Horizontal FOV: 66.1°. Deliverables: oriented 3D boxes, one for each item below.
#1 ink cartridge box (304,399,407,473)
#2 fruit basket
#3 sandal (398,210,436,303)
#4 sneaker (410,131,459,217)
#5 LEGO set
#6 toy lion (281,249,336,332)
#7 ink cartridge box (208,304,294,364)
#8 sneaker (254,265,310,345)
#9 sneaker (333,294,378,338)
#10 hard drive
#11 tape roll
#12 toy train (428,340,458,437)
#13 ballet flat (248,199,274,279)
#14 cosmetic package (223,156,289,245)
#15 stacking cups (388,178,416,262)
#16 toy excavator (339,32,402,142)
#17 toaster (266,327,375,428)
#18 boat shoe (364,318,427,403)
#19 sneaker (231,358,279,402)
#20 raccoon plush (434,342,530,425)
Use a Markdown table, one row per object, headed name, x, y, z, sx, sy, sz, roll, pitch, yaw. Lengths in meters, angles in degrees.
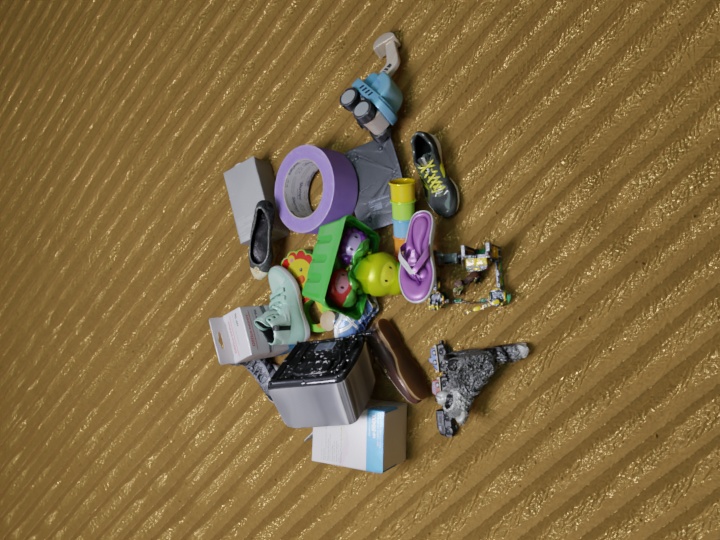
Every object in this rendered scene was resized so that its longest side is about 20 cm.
| name | x | y | z | sx | sy | sz | roll | pitch | yaw |
| --- | --- | --- | --- | --- | --- | --- | --- | --- | --- |
| ink cartridge box | -0.012 | 0.351 | 1.212 | 0.198 | 0.128 | 0.127 | 0 | 86 | 27 |
| fruit basket | 0.000 | 0.000 | 1.173 | 0.214 | 0.155 | 0.218 | -15 | 63 | 32 |
| sandal | 0.108 | -0.033 | 1.113 | 0.082 | 0.050 | 0.205 | -12 | 60 | 32 |
| sneaker | 0.150 | -0.208 | 1.191 | 0.074 | 0.084 | 0.202 | -25 | 76 | 24 |
| LEGO set | 0.205 | 0.013 | 1.128 | 0.198 | 0.116 | 0.156 | 4 | 88 | 28 |
| toy lion | -0.121 | 0.048 | 1.332 | 0.190 | 0.068 | 0.202 | -7 | 84 | 34 |
| ink cartridge box | -0.246 | 0.147 | 1.302 | 0.068 | 0.199 | 0.117 | -27 | 75 | 34 |
| sneaker | -0.199 | 0.079 | 1.289 | 0.074 | 0.117 | 0.202 | -40 | 65 | 39 |
| sneaker | -0.006 | 0.097 | 1.249 | 0.076 | 0.075 | 0.202 | 9 | 87 | 31 |
| hard drive | 0.041 | -0.195 | 1.270 | 0.134 | 0.042 | 0.202 | -17 | 79 | 25 |
| tape roll | -0.106 | -0.187 | 1.299 | 0.199 | 0.085 | 0.203 | -1 | 89 | 40 |
| toy train | 0.174 | 0.250 | 1.178 | 0.045 | 0.034 | 0.202 | -8 | 83 | 37 |
| ballet flat | -0.242 | -0.071 | 1.318 | 0.066 | 0.057 | 0.202 | 14 | 112 | 14 |
| cosmetic package | -0.265 | -0.172 | 1.404 | 0.106 | 0.090 | 0.202 | -20 | 75 | 24 |
| stacking cups | 0.098 | -0.094 | 1.193 | 0.060 | 0.060 | 0.202 | 5 | 112 | 27 |
| toy excavator | 0.048 | -0.420 | 1.246 | 0.200 | 0.100 | 0.195 | -44 | 51 | 7 |
| toaster | -0.067 | 0.224 | 1.161 | 0.198 | 0.181 | 0.120 | -10 | 110 | 20 |
| boat shoe | 0.075 | 0.205 | 1.213 | 0.070 | 0.070 | 0.201 | -47 | 58 | 32 |
| sneaker | -0.260 | 0.236 | 1.356 | 0.075 | 0.114 | 0.201 | -34 | 72 | 21 |
| raccoon plush | 0.245 | 0.228 | 1.102 | 0.198 | 0.097 | 0.136 | -10 | 90 | 16 |
